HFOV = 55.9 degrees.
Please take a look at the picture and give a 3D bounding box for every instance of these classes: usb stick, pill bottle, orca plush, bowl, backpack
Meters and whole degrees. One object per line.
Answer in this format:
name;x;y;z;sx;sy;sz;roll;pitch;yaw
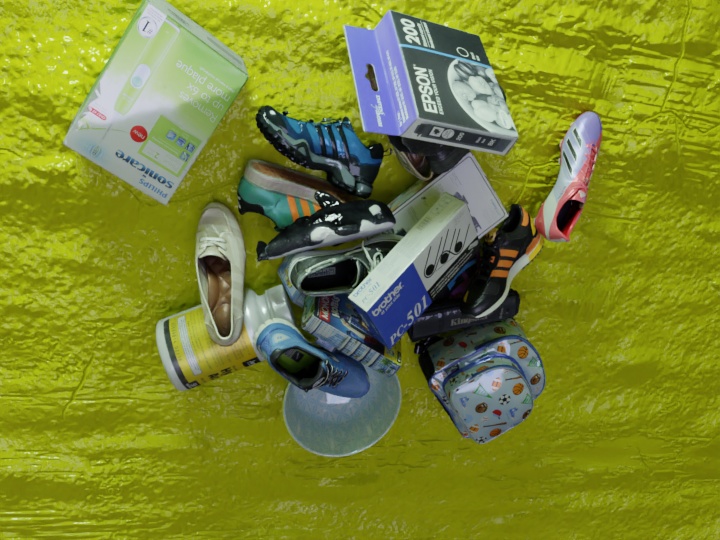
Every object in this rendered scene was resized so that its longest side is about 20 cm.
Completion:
usb stick;0.167;0.070;1.109;0.194;0.033;0.057;-10;122;-11
pill bottle;-0.196;0.094;1.017;0.195;0.112;0.113;-21;122;-3
orca plush;-0.054;-0.070;0.930;0.195;0.105;0.073;-16;85;13
bowl;-0.037;0.187;1.111;0.194;0.108;0.206;-5;114;-11
backpack;0.215;0.178;1.152;0.188;0.155;0.202;-34;124;0

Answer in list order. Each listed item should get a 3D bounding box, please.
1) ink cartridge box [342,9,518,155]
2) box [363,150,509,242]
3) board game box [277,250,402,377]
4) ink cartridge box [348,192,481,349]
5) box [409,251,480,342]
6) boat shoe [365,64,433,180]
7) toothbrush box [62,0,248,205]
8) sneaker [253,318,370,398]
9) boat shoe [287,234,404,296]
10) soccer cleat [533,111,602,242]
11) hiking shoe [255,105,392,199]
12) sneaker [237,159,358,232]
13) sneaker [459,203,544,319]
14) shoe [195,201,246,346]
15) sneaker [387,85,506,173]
ink cartridge box;0.084;-0.241;0.853;0.194;0.202;0.044;5;144;-21
box;0.107;-0.072;1.007;0.198;0.060;0.118;-38;106;2
board game box;-0.035;0.055;1.013;0.197;0.202;0.062;30;116;-14
ink cartridge box;0.078;0.000;0.920;0.200;0.044;0.095;-46;137;-13
box;0.129;0.009;1.104;0.139;0.036;0.204;-17;120;-5
boat shoe;0.058;-0.220;0.941;0.072;0.063;0.202;-29;121;4
toothbrush box;-0.253;-0.212;0.848;0.144;0.087;0.201;32;108;-27
sneaker;-0.064;0.146;0.975;0.197;0.089;0.079;28;104;-31
boat shoe;0.000;-0.003;0.927;0.194;0.068;0.076;-4;110;-21
soccer cleat;0.330;-0.140;1.037;0.065;0.076;0.205;19;98;-23
hiking shoe;-0.054;-0.181;0.940;0.197;0.074;0.088;29;87;-29
sneaker;-0.083;-0.090;0.976;0.195;0.072;0.081;18;117;-17
sneaker;0.207;-0.018;1.065;0.200;0.069;0.091;-47;119;-21
shoe;-0.193;0.002;0.945;0.068;0.053;0.206;-7;84;-1
sneaker;0.123;-0.214;0.925;0.201;0.059;0.105;-50;128;-17
